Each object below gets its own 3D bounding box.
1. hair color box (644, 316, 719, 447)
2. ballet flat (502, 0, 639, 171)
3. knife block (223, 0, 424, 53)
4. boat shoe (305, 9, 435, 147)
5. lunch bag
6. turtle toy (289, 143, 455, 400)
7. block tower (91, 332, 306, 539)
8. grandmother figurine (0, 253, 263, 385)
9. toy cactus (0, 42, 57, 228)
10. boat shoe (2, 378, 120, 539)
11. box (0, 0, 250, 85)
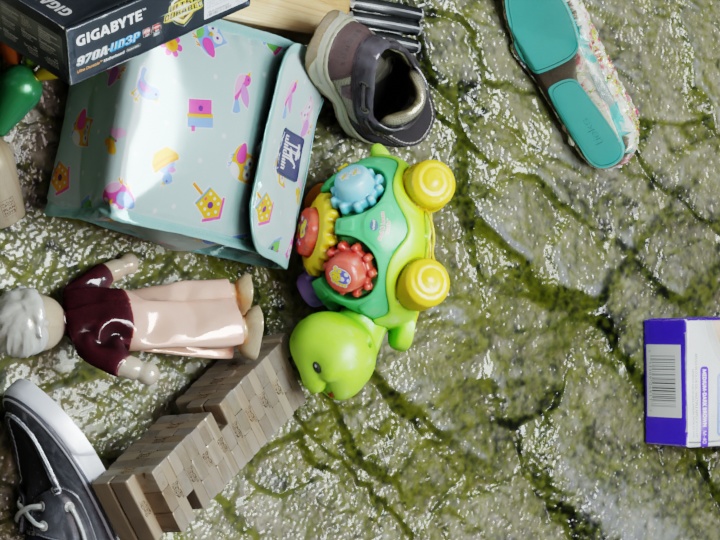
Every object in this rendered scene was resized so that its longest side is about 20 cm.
[{"bbox_3d":[0.342,0.095,2.040,0.199,0.065,0.110,-1,90,-33],"label":"hair color box"},{"bbox_3d":[0.174,-0.176,1.946,0.201,0.075,0.064,64,31,-19],"label":"ballet flat"},{"bbox_3d":[-0.050,-0.200,1.801,0.200,0.064,0.176,-44,110,-24],"label":"knife block"},{"bbox_3d":[0.020,-0.135,1.792,0.072,0.065,0.200,-58,153,-7],"label":"boat shoe"},{"bbox_3d":[-0.115,-0.098,1.731,0.199,0.122,0.172,15,82,-36],"label":"lunch bag"},{"bbox_3d":[0.000,0.000,1.784,0.100,0.146,0.202,8,77,-18],"label":"turtle toy"},{"bbox_3d":[-0.113,0.122,1.730,0.200,0.054,0.058,-47,121,-46],"label":"block tower"},{"bbox_3d":[-0.173,0.039,1.718,0.198,0.122,0.061,0,125,-20],"label":"grandmother figurine"},{"bbox_3d":[-0.273,-0.109,1.660,0.200,0.102,0.166,-38,119,-36],"label":"toy cactus"},{"bbox_3d":[-0.217,0.176,1.701,0.068,0.072,0.201,-36,115,-28],"label":"boat shoe"},{"bbox_3d":[-0.197,-0.210,1.632,0.158,0.200,0.046,-27,132,-32],"label":"box"}]
